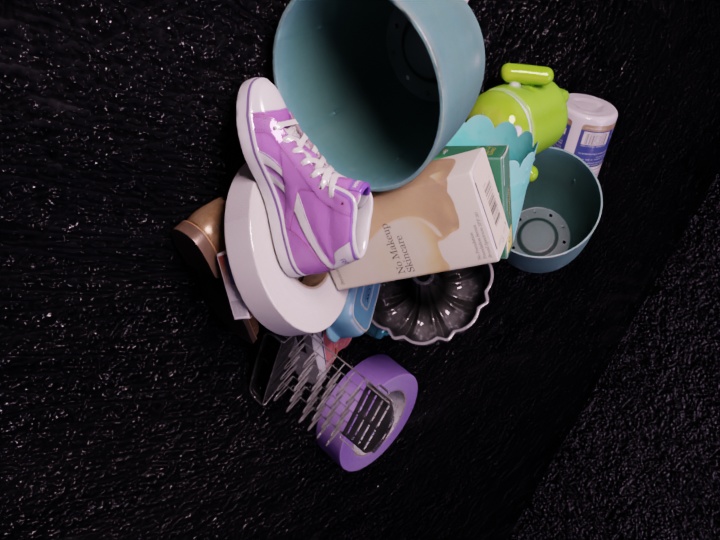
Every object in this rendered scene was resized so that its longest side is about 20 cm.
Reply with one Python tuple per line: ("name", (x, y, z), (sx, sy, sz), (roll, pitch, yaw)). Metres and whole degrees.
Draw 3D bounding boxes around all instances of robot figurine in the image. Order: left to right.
("robot figurine", (0.234, -0.225, 1.043), (0.198, 0.115, 0.178), (-28, 135, -37))

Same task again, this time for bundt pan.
("bundt pan", (0.095, 0.018, 1.007), (0.203, 0.201, 0.076), (-50, 159, -9))

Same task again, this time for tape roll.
("tape roll", (-0.073, -0.031, 0.764), (0.202, 0.036, 0.207), (26, 59, -56))
("tape roll", (0.014, 0.251, 1.218), (0.199, 0.065, 0.203), (-34, 142, -31))

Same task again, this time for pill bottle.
("pill bottle", (0.393, -0.212, 1.279), (0.110, 0.110, 0.203), (-26, 138, -38))

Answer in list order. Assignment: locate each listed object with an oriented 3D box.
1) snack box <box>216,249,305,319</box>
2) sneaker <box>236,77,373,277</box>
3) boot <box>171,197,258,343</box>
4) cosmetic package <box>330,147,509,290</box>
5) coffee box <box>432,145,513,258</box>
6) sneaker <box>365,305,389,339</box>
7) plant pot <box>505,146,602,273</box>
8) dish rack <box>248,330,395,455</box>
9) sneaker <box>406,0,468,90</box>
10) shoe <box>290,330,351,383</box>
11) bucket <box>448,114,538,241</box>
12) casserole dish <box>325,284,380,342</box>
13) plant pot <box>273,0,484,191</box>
("snack box", (-0.090, -0.014, 0.792), (0.200, 0.024, 0.073), (-37, 116, -59))
("sneaker", (-0.045, -0.101, 0.682), (0.073, 0.112, 0.204), (-37, 112, -57))
("boot", (-0.142, 0.005, 0.785), (0.076, 0.073, 0.202), (-49, 147, -30))
("cosmetic package", (0.051, -0.052, 0.754), (0.107, 0.197, 0.071), (66, 31, -20))
("coffee box", (0.076, -0.080, 0.800), (0.044, 0.196, 0.125), (-51, 137, -53))
("sneaker", (0.061, 0.076, 1.112), (0.198, 0.079, 0.079), (-9, 126, -51))
("plant pot", (0.313, -0.089, 1.214), (0.202, 0.199, 0.161), (-51, 158, -8))
("dish rack", (-0.050, 0.166, 0.914), (0.055, 0.199, 0.155), (-42, 163, -41))
("sneaker", (0.090, -0.303, 0.835), (0.202, 0.075, 0.088), (-61, 161, 18))
("shoe", (-0.058, 0.056, 0.948), (0.091, 0.070, 0.203), (-47, 146, -40))
("bucket", (0.126, -0.114, 0.910), (0.205, 0.205, 0.137), (-24, 129, -41))
("casserole dish", (0.000, 0.000, 0.923), (0.121, 0.038, 0.204), (53, 49, -63))
("plant pot", (0.036, -0.207, 0.709), (0.161, 0.198, 0.204), (-39, 146, -43))
